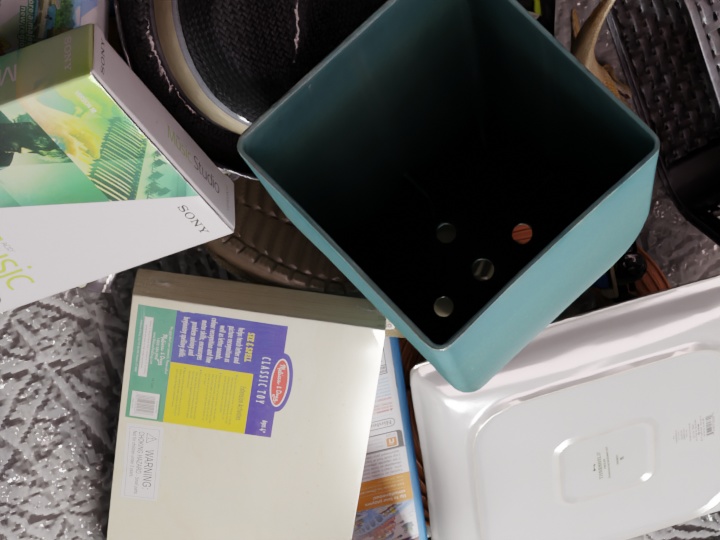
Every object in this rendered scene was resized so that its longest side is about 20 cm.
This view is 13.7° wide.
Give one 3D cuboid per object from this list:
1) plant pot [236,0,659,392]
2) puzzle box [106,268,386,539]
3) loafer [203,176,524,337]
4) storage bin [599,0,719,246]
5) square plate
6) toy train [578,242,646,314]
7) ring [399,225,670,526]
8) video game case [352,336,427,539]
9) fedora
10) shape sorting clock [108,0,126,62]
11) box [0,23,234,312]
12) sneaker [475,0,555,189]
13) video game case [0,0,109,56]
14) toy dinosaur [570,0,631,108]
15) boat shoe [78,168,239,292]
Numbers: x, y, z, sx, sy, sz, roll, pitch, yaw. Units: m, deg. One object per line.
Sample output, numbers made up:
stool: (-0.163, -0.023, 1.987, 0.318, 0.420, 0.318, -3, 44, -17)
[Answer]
plant pot: (0.050, -0.029, 1.452, 0.141, 0.141, 0.200, -43, 163, -7)
puzzle box: (-0.062, 0.092, 1.582, 0.133, 0.025, 0.200, 9, 126, -2)
loafer: (0.000, 0.000, 1.590, 0.199, 0.067, 0.076, 20, 63, -9)
storage bin: (0.206, -0.112, 1.599, 0.094, 0.135, 0.200, -28, 120, -9)
square plate: (0.130, 0.094, 1.639, 0.197, 0.028, 0.200, -16, 139, -7)
toy train: (0.142, 0.039, 1.679, 0.046, 0.034, 0.201, -13, 118, -3)
ring: (0.096, 0.065, 1.699, 0.200, 0.019, 0.201, -9, 114, -20)
video game case: (-0.037, 0.130, 1.661, 0.143, 0.018, 0.201, -13, 116, -9)
fedora: (-0.023, -0.144, 1.459, 0.200, 0.092, 0.201, 0, 90, -32)
shape sorting clock: (-0.187, -0.127, 1.484, 0.199, 0.039, 0.201, -9, 115, -19)
box: (-0.179, -0.037, 1.445, 0.199, 0.036, 0.144, -20, 142, 18)
sneaker: (0.082, -0.126, 1.572, 0.071, 0.083, 0.201, -7, 114, -21)
video game case: (-0.208, -0.160, 1.432, 0.182, 0.022, 0.201, -2, 107, -18)
toy dinosaur: (0.115, -0.090, 1.557, 0.058, 0.200, 0.101, -3, 80, 5)
boat shoe: (-0.083, -0.070, 1.530, 0.065, 0.072, 0.200, 30, 93, -10)
